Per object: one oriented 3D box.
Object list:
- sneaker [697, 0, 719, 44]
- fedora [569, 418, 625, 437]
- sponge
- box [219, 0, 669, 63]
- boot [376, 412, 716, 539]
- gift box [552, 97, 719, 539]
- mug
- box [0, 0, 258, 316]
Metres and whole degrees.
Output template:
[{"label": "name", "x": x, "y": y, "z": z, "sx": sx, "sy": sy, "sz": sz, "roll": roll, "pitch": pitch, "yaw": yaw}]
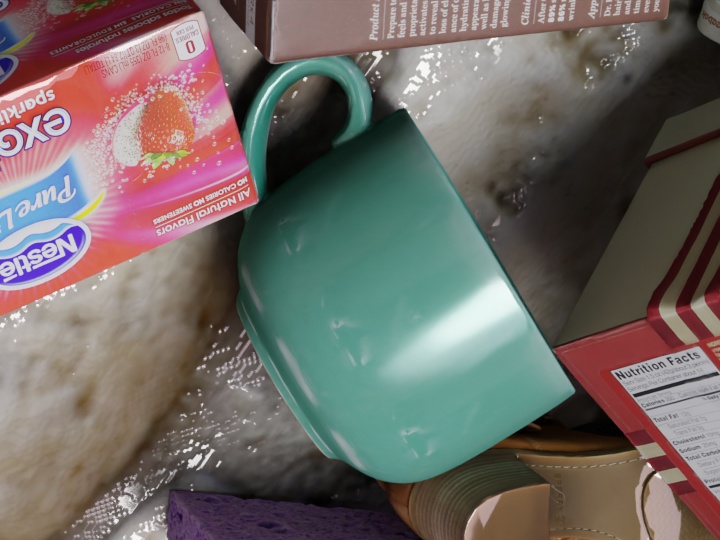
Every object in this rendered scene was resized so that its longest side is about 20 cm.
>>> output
[{"label": "sneaker", "x": 0.201, "y": -0.152, "z": 1.053, "sx": 0.084, "sy": 0.073, "sz": 0.201, "roll": -26, "pitch": 127, "yaw": -13}, {"label": "fedora", "x": 0.148, "y": 0.176, "z": 1.189, "sx": 0.202, "sy": 0.200, "sz": 0.091, "roll": -60, "pitch": 157, "yaw": 15}, {"label": "sponge", "x": 0.012, "y": 0.142, "z": 1.086, "sx": 0.198, "sy": 0.111, "sz": 0.030, "roll": 6, "pitch": 95, "yaw": -17}, {"label": "box", "x": 0.041, "y": -0.159, "z": 0.976, "sx": 0.198, "sy": 0.075, "sz": 0.101, "roll": -8, "pitch": 121, "yaw": -23}, {"label": "boot", "x": 0.105, "y": 0.102, "z": 1.099, "sx": 0.198, "sy": 0.155, "sz": 0.077, "roll": -8, "pitch": 106, "yaw": -19}, {"label": "gift box", "x": 0.222, "y": 0.019, "z": 0.987, "sx": 0.200, "sy": 0.184, "sz": 0.187, "roll": 50, "pitch": 49, "yaw": -23}, {"label": "mug", "x": 0.005, "y": 0.008, "z": 1.019, "sx": 0.114, "sy": 0.186, "sz": 0.152, "roll": -32, "pitch": 149, "yaw": 4}, {"label": "box", "x": -0.155, "y": -0.049, "z": 0.929, "sx": 0.199, "sy": 0.096, "sz": 0.100, "roll": -24, "pitch": 126, "yaw": -12}]
